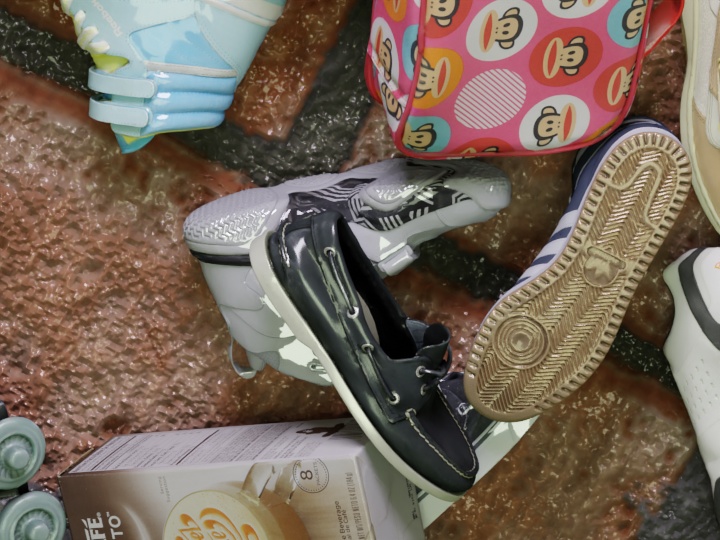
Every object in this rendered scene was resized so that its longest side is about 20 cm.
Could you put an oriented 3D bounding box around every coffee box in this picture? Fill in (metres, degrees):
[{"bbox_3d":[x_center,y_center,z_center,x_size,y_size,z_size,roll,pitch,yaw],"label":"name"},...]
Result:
[{"bbox_3d":[-0.069,0.157,1.688,0.199,0.080,0.115,-6,104,24],"label":"coffee box"}]

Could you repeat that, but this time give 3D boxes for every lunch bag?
[{"bbox_3d":[0.100,-0.158,1.575,0.176,0.082,0.200,-5,131,-17],"label":"lunch bag"}]

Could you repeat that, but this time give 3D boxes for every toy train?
[{"bbox_3d":[-0.242,0.160,1.694,0.114,0.085,0.200,-25,120,-25],"label":"toy train"}]

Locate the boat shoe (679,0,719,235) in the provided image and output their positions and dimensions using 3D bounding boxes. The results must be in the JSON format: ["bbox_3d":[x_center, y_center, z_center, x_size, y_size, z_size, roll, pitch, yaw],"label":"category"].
[{"bbox_3d":[0.231,-0.106,1.641,0.074,0.066,0.201,-18,106,-26],"label":"boat shoe"}]

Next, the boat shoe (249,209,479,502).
[{"bbox_3d":[0.019,0.046,1.621,0.066,0.075,0.200,-32,102,21],"label":"boat shoe"}]

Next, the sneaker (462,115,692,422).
[{"bbox_3d":[0.130,-0.005,1.659,0.070,0.109,0.200,32,105,-6],"label":"sneaker"}]

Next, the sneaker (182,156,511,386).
[{"bbox_3d":[0.000,0.000,1.683,0.199,0.075,0.115,-10,106,8],"label":"sneaker"}]

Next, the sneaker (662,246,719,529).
[{"bbox_3d":[0.228,0.072,1.707,0.080,0.074,0.201,16,120,38],"label":"sneaker"}]

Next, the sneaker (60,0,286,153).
[{"bbox_3d":[-0.156,-0.143,1.643,0.200,0.080,0.131,21,103,-4],"label":"sneaker"}]

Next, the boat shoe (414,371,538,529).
[{"bbox_3d":[0.048,0.095,1.710,0.068,0.072,0.200,41,109,-11],"label":"boat shoe"}]
